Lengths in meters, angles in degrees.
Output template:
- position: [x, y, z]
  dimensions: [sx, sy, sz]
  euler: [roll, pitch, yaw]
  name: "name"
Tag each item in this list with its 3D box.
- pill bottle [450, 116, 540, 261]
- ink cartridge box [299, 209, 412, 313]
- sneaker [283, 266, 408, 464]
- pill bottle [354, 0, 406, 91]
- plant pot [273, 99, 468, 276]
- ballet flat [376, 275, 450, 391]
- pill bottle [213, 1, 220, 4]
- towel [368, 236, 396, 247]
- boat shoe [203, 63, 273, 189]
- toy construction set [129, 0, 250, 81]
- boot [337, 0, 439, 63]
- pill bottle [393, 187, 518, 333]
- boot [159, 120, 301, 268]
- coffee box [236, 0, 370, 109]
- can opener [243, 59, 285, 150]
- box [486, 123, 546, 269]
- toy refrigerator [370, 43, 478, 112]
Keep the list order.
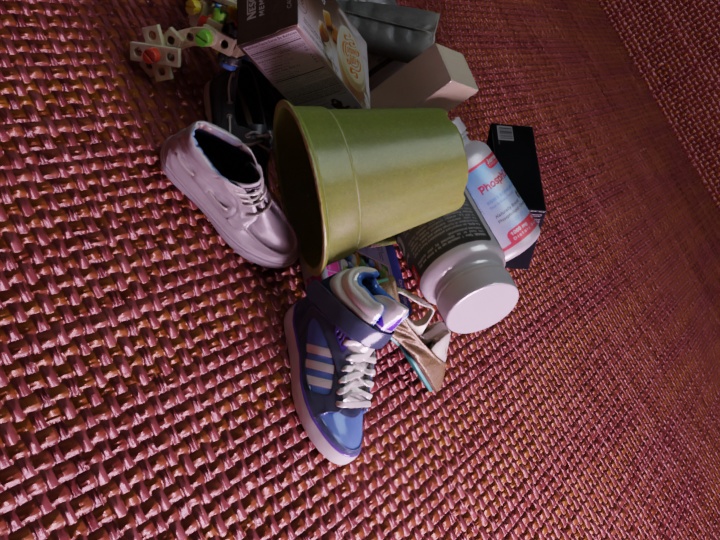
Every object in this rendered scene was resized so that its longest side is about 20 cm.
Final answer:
- position: [0.155, -0.107, 1.307]
  dimensions: [0.200, 0.109, 0.109]
  euler: [56, 32, -7]
  name: "pill bottle"
- position: [0.000, 0.000, 1.215]
  dimensions: [0.200, 0.042, 0.120]
  euler: [17, 51, -49]
  name: "ink cartridge box"
- position: [-0.003, 0.094, 1.028]
  dimensions: [0.080, 0.146, 0.201]
  euler: [13, 53, -49]
  name: "sneaker"
- position: [0.032, -0.344, 1.460]
  dimensions: [0.201, 0.113, 0.113]
  euler: [60, 32, 1]
  name: "pill bottle"
- position: [0.016, -0.111, 1.080]
  dimensions: [0.189, 0.200, 0.201]
  euler: [-12, 69, -14]
  name: "plant pot"
- position: [0.068, 0.076, 1.177]
  dimensions: [0.200, 0.072, 0.068]
  euler: [50, 2, -33]
  name: "ballet flat"
- position: [-0.159, -0.396, 1.252]
  dimensions: [0.200, 0.113, 0.113]
  euler: [37, 38, -29]
  name: "pill bottle"
- position: [-0.019, -0.108, 1.252]
  dimensions: [0.200, 0.023, 0.143]
  euler: [53, 25, 13]
  name: "towel"
- position: [-0.140, -0.161, 1.129]
  dimensions: [0.072, 0.063, 0.201]
  euler: [15, 52, -48]
  name: "boat shoe"
- position: [-0.182, -0.290, 1.123]
  dimensions: [0.131, 0.092, 0.200]
  euler: [27, 40, 6]
  name: "toy construction set"
- position: [0.005, -0.325, 1.349]
  dimensions: [0.199, 0.073, 0.183]
  euler: [20, 68, -7]
  name: "boot"
- position: [0.111, -0.028, 1.176]
  dimensions: [0.114, 0.114, 0.201]
  euler: [19, 37, -46]
  name: "pill bottle"
- position: [-0.129, -0.079, 1.030]
  dimensions: [0.200, 0.095, 0.074]
  euler: [41, 65, -19]
  name: "boot"
- position: [-0.063, -0.268, 1.112]
  dimensions: [0.200, 0.079, 0.115]
  euler: [42, 40, -57]
  name: "coffee box"
- position: [-0.127, -0.246, 1.206]
  dimensions: [0.078, 0.063, 0.201]
  euler: [-14, 67, -27]
  name: "can opener"
- position: [0.246, -0.123, 1.551]
  dimensions: [0.078, 0.142, 0.201]
  euler: [5, 50, -4]
  name: "box"
- position: [0.061, -0.238, 1.343]
  dimensions: [0.076, 0.200, 0.070]
  euler: [2, 62, -53]
  name: "toy refrigerator"
